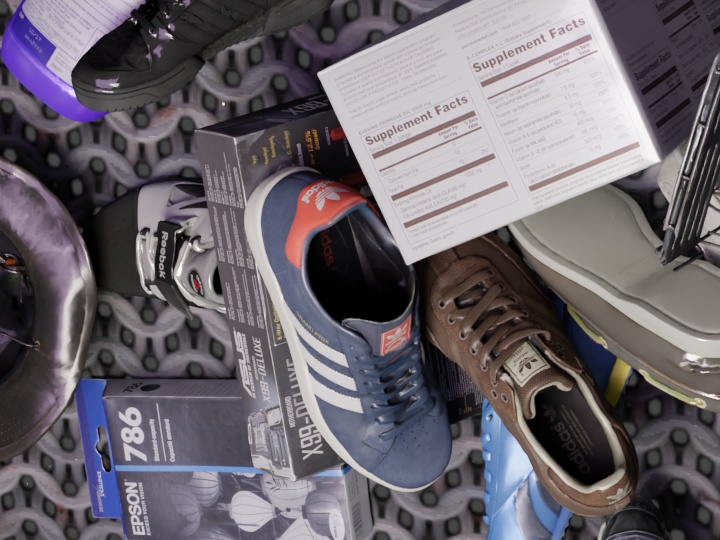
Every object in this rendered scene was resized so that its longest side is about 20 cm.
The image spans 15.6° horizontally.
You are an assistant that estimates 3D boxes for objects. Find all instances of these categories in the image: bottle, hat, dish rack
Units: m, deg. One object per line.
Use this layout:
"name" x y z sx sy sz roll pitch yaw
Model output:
"bottle" -0.132 -0.182 1.526 0.083 0.065 0.200 40 118 8
"hat" -0.237 0.013 1.631 0.200 0.081 0.202 4 104 16
"dish rack" 0.218 -0.077 1.334 0.054 0.200 0.154 23 115 24

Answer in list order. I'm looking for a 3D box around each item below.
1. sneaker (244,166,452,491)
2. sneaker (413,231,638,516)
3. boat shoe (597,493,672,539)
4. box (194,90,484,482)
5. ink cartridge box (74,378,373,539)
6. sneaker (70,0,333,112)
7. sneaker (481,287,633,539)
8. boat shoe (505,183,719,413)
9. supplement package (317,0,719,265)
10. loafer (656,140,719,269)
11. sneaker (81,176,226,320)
"sneaker" 0.007 0.039 1.406 0.084 0.075 0.201 12 135 56
"sneaker" 0.088 0.043 1.421 0.070 0.076 0.200 -37 87 -7
"boat shoe" 0.167 0.215 1.527 0.072 0.071 0.201 5 130 9
"box" 0.000 0.000 1.477 0.050 0.157 0.201 13 118 56
"ink cartridge box" -0.094 0.118 1.625 0.199 0.039 0.100 -1 107 25
"sneaker" -0.082 -0.173 1.465 0.060 0.199 0.105 45 156 46
"sneaker" 0.093 0.106 1.499 0.078 0.066 0.201 21 97 -1
"boat shoe" 0.143 0.009 1.437 0.202 0.072 0.061 39 147 44
"supplement package" 0.099 -0.104 1.372 0.155 0.200 0.111 -22 96 29
"loafer" 0.222 0.020 1.435 0.070 0.070 0.200 -38 86 31
"sneaker" -0.092 -0.011 1.554 0.199 0.088 0.074 -4 107 26
